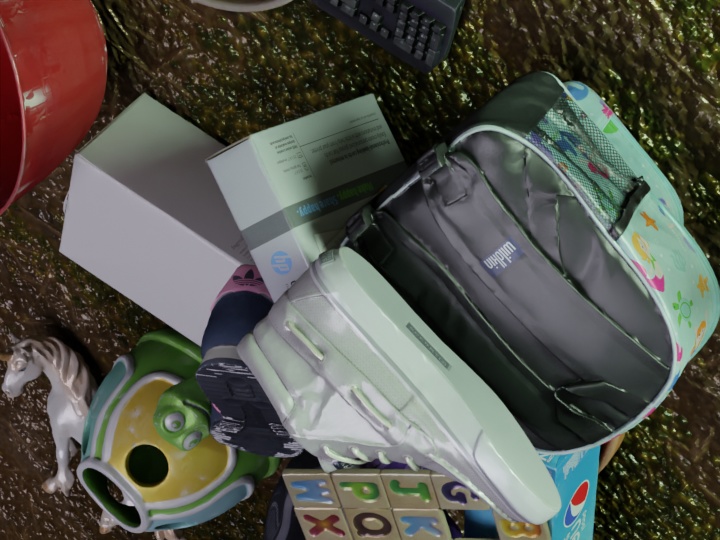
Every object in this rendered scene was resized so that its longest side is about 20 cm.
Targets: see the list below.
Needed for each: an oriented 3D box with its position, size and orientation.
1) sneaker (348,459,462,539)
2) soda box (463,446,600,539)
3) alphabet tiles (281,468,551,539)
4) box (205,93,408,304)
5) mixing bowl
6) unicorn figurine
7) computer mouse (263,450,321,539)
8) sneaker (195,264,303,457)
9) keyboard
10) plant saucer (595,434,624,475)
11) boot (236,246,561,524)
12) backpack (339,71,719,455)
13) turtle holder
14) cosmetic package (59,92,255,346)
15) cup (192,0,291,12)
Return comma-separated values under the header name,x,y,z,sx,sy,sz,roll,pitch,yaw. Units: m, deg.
name,x,y,z,sx,sy,sz,roll,pitch,yaw
sneaker,0.025,0.098,1.792,0.083,0.081,0.201,-5,108,35
soda box,0.111,0.161,1.796,0.068,0.064,0.200,24,140,22
alphabet tiles,0.051,0.198,1.788,0.167,0.008,0.200,-1,134,18
box,0.000,0.000,1.680,0.041,0.156,0.200,-25,89,32
mixing bowl,-0.239,-0.142,1.824,0.200,0.108,0.201,28,129,42
unicorn figurine,-0.209,0.124,2.108,0.199,0.074,0.138,20,129,7
computer mouse,-0.029,0.170,1.971,0.138,0.053,0.200,7,144,-17
sneaker,-0.063,0.063,1.788,0.070,0.082,0.200,9,159,4
keyboard,-0.022,-0.206,1.661,0.200,0.021,0.127,33,141,13
plant saucer,0.089,0.057,1.797,0.200,0.032,0.201,24,138,24
boot,0.020,0.088,1.578,0.096,0.074,0.200,-43,84,16
backpack,0.111,0.001,1.619,0.200,0.151,0.177,50,129,1
turtle holder,-0.123,0.119,1.938,0.185,0.132,0.141,8,136,57
cosmetic package,-0.099,-0.015,1.856,0.200,0.085,0.108,35,142,12
cup,-0.060,-0.267,1.537,0.200,0.143,0.201,24,138,23
